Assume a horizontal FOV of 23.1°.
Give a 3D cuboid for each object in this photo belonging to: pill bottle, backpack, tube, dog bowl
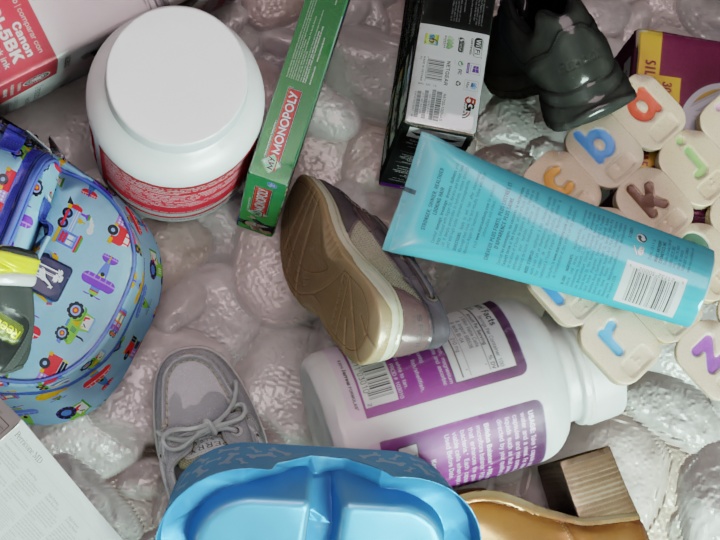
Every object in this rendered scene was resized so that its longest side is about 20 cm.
[{"bbox_3d":[0.068,0.083,1.156,0.199,0.112,0.113,-15,80,-10],"label":"pill bottle"},{"bbox_3d":[-0.230,-0.001,1.128,0.199,0.135,0.183,28,76,-3],"label":"backpack"},{"bbox_3d":[0.120,-0.019,1.099,0.199,0.050,0.078,19,89,0],"label":"tube"},{"bbox_3d":[-0.027,0.159,1.075,0.199,0.050,0.112,4,115,-11],"label":"dog bowl"},{"bbox_3d":[-0.119,-0.101,1.124,0.111,0.200,0.113,1,82,-7],"label":"pill bottle"}]

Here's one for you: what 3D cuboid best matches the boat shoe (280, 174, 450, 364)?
[{"bbox_3d":[0.000,0.000,1.148,0.064,0.200,0.072,8,113,-25],"label":"boat shoe"}]

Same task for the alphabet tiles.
[{"bbox_3d":[0.206,-0.022,1.140,0.200,0.015,0.196,-41,85,-13],"label":"alphabet tiles"}]

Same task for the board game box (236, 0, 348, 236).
[{"bbox_3d":[-0.037,-0.134,1.179,0.029,0.135,0.201,18,75,-3],"label":"board game box"}]

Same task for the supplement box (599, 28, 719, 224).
[{"bbox_3d":[0.268,-0.077,1.220,0.199,0.103,0.132,8,76,-6],"label":"supplement box"}]

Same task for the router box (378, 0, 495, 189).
[{"bbox_3d":[0.057,-0.167,1.191,0.051,0.149,0.201,10,77,-4],"label":"router box"}]

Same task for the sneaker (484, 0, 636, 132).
[{"bbox_3d":[0.122,-0.159,1.171,0.076,0.200,0.091,-26,111,-8],"label":"sneaker"}]

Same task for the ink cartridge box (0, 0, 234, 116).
[{"bbox_3d":[-0.173,-0.187,1.164,0.199,0.147,0.083,-28,93,-11],"label":"ink cartridge box"}]

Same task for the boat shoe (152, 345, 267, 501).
[{"bbox_3d":[-0.091,0.145,1.146,0.074,0.065,0.203,-8,79,-9],"label":"boat shoe"}]

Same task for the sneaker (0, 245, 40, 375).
[{"bbox_3d":[-0.283,0.031,1.010,0.199,0.074,0.085,-5,89,-5],"label":"sneaker"}]

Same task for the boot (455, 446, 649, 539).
[{"bbox_3d":[0.102,0.215,1.158,0.199,0.077,0.156,-14,83,-17],"label":"boot"}]

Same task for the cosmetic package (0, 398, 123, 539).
[{"bbox_3d":[-0.202,0.159,1.067,0.082,0.200,0.051,-41,49,-13],"label":"cosmetic package"}]
